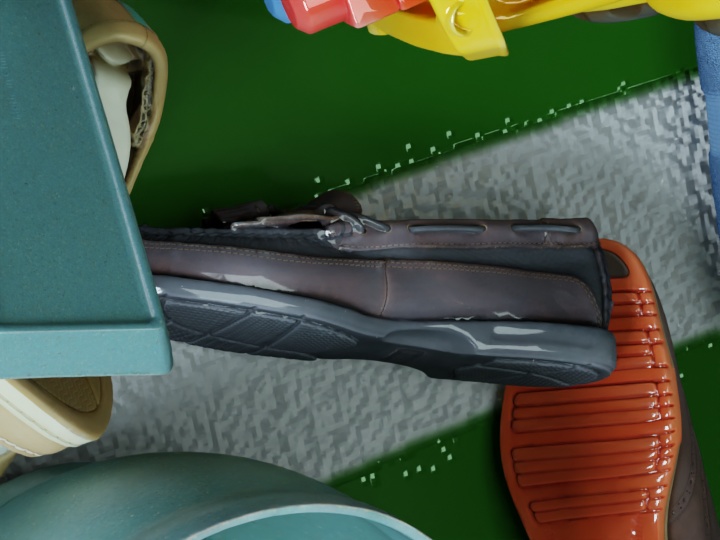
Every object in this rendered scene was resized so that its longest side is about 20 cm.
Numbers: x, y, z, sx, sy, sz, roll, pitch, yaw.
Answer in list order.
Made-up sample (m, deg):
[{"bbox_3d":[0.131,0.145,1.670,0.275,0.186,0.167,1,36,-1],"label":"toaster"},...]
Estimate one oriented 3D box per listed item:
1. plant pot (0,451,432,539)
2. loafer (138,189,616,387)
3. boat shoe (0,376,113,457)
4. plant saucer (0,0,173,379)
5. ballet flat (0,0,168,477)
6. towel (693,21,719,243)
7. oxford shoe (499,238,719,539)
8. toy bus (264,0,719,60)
[{"bbox_3d":[-0.074,0.142,0.916,0.200,0.134,0.200,-16,120,-31],"label":"plant pot"},{"bbox_3d":[0.000,0.000,0.985,0.200,0.072,0.063,9,75,-25],"label":"loafer"},{"bbox_3d":[-0.163,-0.004,0.848,0.069,0.074,0.200,-35,117,25],"label":"boat shoe"},{"bbox_3d":[-0.111,-0.055,0.862,0.070,0.019,0.200,-1,55,-28],"label":"plant saucer"},{"bbox_3d":[-0.118,0.002,0.918,0.069,0.063,0.200,20,90,-29],"label":"ballet flat"},{"bbox_3d":[0.179,-0.079,1.072,0.112,0.049,0.200,-16,107,-25],"label":"towel"},{"bbox_3d":[0.101,0.086,1.062,0.073,0.071,0.200,-11,99,-61],"label":"oxford shoe"},{"bbox_3d":[0.047,-0.129,0.914,0.192,0.200,0.136,-23,108,-15],"label":"toy bus"}]
